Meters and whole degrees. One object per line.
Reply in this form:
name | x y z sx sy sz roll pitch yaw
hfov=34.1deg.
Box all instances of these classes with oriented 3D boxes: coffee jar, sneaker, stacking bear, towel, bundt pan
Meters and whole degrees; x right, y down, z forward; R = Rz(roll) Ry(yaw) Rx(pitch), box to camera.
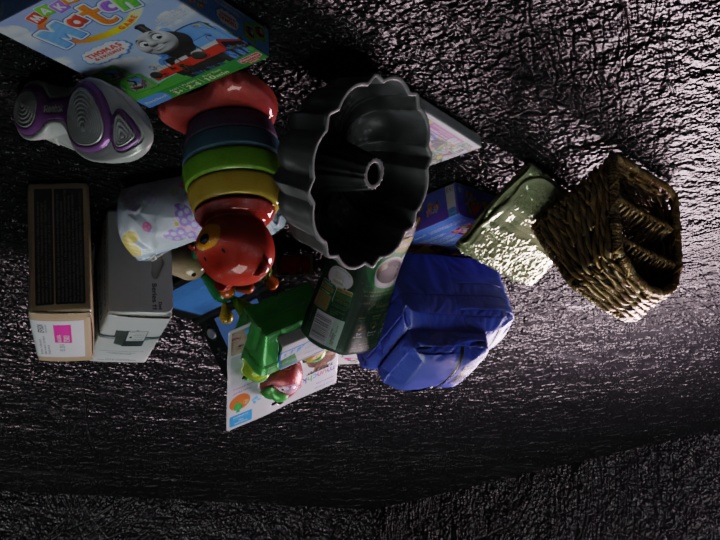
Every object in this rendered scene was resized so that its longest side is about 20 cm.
coffee jar | 0.000 0.000 1.466 0.085 0.200 0.104 29 -160 31
sneaker | -0.247 -0.146 1.129 0.100 0.075 0.200 5 -170 -46
stacking bear | -0.131 -0.081 1.199 0.121 0.200 0.114 -17 157 30
towel | 0.217 -0.053 1.518 0.148 0.037 0.200 -48 144 13
bundt pan | -0.014 -0.106 1.204 0.076 0.202 0.202 16 176 37

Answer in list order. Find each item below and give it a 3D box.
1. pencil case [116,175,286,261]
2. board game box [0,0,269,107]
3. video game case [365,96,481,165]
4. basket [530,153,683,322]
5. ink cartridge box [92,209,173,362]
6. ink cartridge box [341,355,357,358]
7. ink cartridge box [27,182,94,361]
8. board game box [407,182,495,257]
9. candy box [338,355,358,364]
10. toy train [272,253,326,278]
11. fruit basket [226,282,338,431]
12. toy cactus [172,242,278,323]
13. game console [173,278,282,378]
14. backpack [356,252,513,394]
pencil case | -0.187 -0.071 1.379 0.200 0.091 0.083 -12 159 15
board game box | -0.201 -0.216 1.047 0.151 0.037 0.200 -17 157 30
video game case | 0.018 -0.139 1.350 0.200 0.018 0.143 -17 158 31
basket | 0.341 -0.033 1.482 0.149 0.143 0.200 -43 144 20
ink cartridge box | -0.304 0.024 1.533 0.083 0.147 0.200 3 158 -20
ink cartridge box | 0.082 0.061 1.784 0.200 0.045 0.176 4 132 -23
ink cartridge box | -0.365 0.006 1.437 0.075 0.165 0.200 -1 159 -13
board game box | 0.097 -0.051 1.577 0.200 0.045 0.134 -22 155 40
candy box | 0.020 0.093 1.921 0.167 0.072 0.200 -3 160 -9
toy train | -0.099 -0.006 1.654 0.200 0.034 0.046 -2 179 -11
fruit basket | -0.098 0.123 1.594 0.185 0.094 0.200 -21 133 -29
toy cactus | -0.198 0.005 1.571 0.165 0.102 0.200 9 153 21
game console | -0.211 0.082 1.775 0.200 0.176 0.116 -24 -179 44
backpack | 0.103 0.073 1.592 0.200 0.168 0.163 -2 152 -32
